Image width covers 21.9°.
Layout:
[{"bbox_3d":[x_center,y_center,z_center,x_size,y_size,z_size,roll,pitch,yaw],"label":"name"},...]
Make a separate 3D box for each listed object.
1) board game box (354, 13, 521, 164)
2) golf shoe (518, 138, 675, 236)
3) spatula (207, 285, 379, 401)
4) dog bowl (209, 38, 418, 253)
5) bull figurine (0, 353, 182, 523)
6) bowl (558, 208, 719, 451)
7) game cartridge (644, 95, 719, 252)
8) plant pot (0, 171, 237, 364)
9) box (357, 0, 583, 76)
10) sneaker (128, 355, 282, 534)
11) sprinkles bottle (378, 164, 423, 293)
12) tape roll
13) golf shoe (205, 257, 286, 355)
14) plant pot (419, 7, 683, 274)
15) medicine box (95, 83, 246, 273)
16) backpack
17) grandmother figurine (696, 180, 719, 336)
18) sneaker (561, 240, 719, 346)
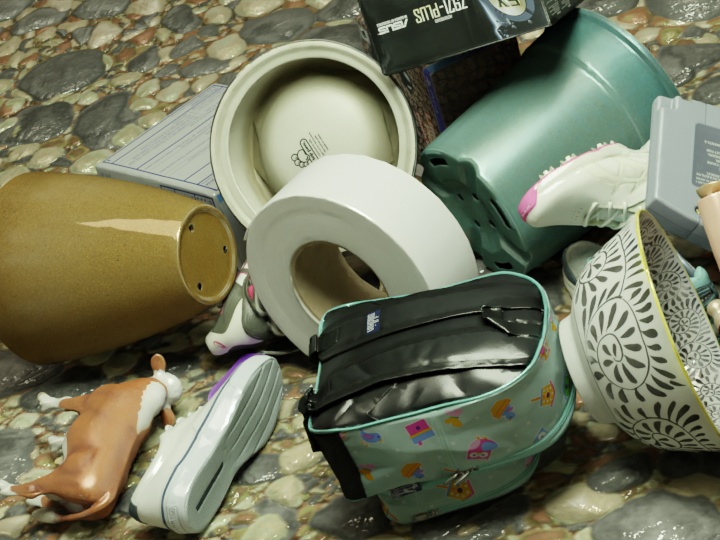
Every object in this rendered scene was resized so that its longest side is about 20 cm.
[{"bbox_3d":[0.093,-0.182,1.904,0.097,0.159,0.200,-25,31,-11],"label":"board game box"},{"bbox_3d":[0.235,-0.065,1.612,0.200,0.075,0.092,-17,65,-20],"label":"golf shoe"},{"bbox_3d":[-0.059,0.066,1.710,0.200,0.021,0.057,-32,19,-27],"label":"spatula"},{"bbox_3d":[-0.035,-0.115,1.734,0.200,0.200,0.074,-8,3,16],"label":"dog bowl"},{"bbox_3d":[-0.233,0.147,1.628,0.121,0.065,0.200,-10,29,20],"label":"bull figurine"},{"bbox_3d":[0.213,0.062,1.429,0.094,0.201,0.201,-24,28,17],"label":"bowl"},{"bbox_3d":[0.340,-0.068,1.591,0.200,0.042,0.133,15,63,-9],"label":"game cartridge"},{"bbox_3d":[-0.223,-0.008,1.734,0.200,0.186,0.186,-4,33,33],"label":"plant pot"},{"bbox_3d":[0.109,-0.257,1.705,0.164,0.086,0.200,-15,12,22],"label":"box"},{"bbox_3d":[-0.132,0.140,1.578,0.071,0.073,0.200,4,37,27],"label":"sneaker"},{"bbox_3d":[0.046,-0.029,1.767,0.068,0.068,0.200,-14,31,6],"label":"sprinkles bottle"},{"bbox_3d":[0.000,0.000,1.613,0.202,0.202,0.071,8,39,36],"label":"tape roll"},{"bbox_3d":[-0.095,0.012,1.768,0.088,0.077,0.200,-31,14,21],"label":"golf shoe"},{"bbox_3d":[0.173,-0.108,1.729,0.196,0.200,0.200,-37,35,-18],"label":"plant pot"},{"bbox_3d":[-0.138,-0.099,1.941,0.200,0.103,0.182,16,44,43],"label":"medicine box"},{"bbox_3d":[0.073,0.095,1.465,0.200,0.153,0.176,-22,29,19],"label":"backpack"},{"bbox_3d":[0.311,0.024,1.462,0.061,0.200,0.121,-5,-14,-18],"label":"grandmother figurine"},{"bbox_3d":[0.243,0.001,1.599,0.078,0.086,0.200,-30,33,-21],"label":"sneaker"}]
